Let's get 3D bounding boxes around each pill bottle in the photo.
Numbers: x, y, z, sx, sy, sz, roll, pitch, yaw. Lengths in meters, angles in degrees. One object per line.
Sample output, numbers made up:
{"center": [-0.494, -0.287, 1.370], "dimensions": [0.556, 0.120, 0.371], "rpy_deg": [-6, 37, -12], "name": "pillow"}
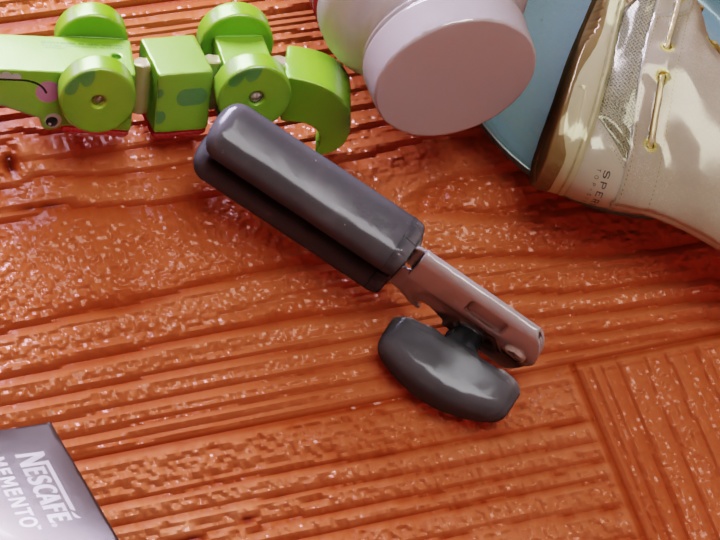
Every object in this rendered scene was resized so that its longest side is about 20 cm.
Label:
{"center": [0.021, -0.171, 1.425], "dimensions": [0.112, 0.112, 0.200], "rpy_deg": [-4, 52, -19], "name": "pill bottle"}

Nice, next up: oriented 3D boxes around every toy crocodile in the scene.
{"center": [-0.100, -0.093, 1.391], "dimensions": [0.200, 0.062, 0.068], "rpy_deg": [-1, 36, -16], "name": "toy crocodile"}

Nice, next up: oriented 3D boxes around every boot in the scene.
{"center": [0.187, -0.097, 1.439], "dimensions": [0.155, 0.072, 0.200], "rpy_deg": [24, 61, -1], "name": "boot"}

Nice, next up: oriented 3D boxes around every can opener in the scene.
{"center": [0.000, 0.000, 1.354], "dimensions": [0.200, 0.053, 0.067], "rpy_deg": [33, 64, -4], "name": "can opener"}

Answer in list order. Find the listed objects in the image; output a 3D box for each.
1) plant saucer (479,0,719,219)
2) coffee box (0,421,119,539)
{"center": [0.140, -0.107, 1.489], "dimensions": [0.200, 0.027, 0.200], "rpy_deg": [7, 58, -12], "name": "plant saucer"}
{"center": [-0.212, 0.137, 1.173], "dimensions": [0.200, 0.080, 0.114], "rpy_deg": [-8, 30, -22], "name": "coffee box"}
